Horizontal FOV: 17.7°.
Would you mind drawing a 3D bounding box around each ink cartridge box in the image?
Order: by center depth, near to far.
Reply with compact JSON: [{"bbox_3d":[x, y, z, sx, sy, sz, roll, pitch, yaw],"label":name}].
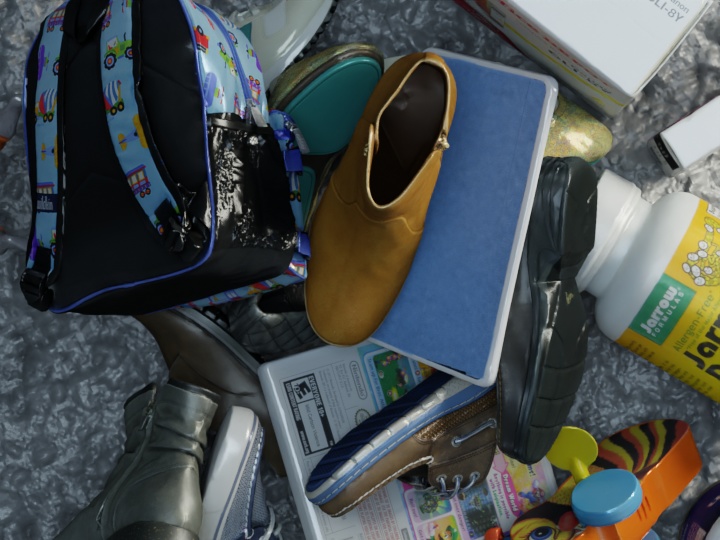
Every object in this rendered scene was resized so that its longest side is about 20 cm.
[{"bbox_3d":[0.138,-0.178,1.503,0.145,0.200,0.083,38,91,2],"label":"ink cartridge box"},{"bbox_3d":[0.287,-0.129,1.552,0.200,0.095,0.037,-31,88,1],"label":"ink cartridge box"}]

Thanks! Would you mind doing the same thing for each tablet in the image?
[{"bbox_3d":[0.062,-0.036,1.484,0.014,0.130,0.200,6,100,-41],"label":"tablet"}]

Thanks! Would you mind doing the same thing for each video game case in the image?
[{"bbox_3d":[0.041,0.135,1.559,0.182,0.024,0.200,-16,89,-23],"label":"video game case"}]

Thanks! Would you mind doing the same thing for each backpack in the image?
[{"bbox_3d":[-0.128,-0.081,1.463,0.183,0.135,0.200,-18,75,41],"label":"backpack"}]

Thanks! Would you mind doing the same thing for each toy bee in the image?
[{"bbox_3d":[0.141,0.165,1.534,0.109,0.200,0.131,1,105,35],"label":"toy bee"}]

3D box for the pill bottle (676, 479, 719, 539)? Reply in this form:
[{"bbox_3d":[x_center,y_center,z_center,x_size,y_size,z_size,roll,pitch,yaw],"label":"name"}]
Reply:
[{"bbox_3d":[0.272,0.193,1.497,0.116,0.200,0.116,0,90,1],"label":"pill bottle"}]

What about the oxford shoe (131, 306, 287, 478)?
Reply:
[{"bbox_3d":[-0.109,0.068,1.572,0.200,0.073,0.084,39,92,1],"label":"oxford shoe"}]

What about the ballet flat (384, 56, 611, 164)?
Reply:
[{"bbox_3d":[0.070,-0.111,1.553,0.200,0.071,0.071,7,90,9],"label":"ballet flat"}]

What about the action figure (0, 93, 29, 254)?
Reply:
[{"bbox_3d":[-0.294,-0.078,1.552,0.193,0.105,0.200,-10,84,29],"label":"action figure"}]

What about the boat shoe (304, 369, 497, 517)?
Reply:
[{"bbox_3d":[0.055,0.110,1.515,0.200,0.072,0.072,-35,98,-22],"label":"boat shoe"}]

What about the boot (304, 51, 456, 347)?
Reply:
[{"bbox_3d":[0.009,-0.040,1.432,0.071,0.144,0.201,18,97,-1],"label":"boot"}]

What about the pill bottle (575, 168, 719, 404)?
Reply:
[{"bbox_3d":[0.228,0.017,1.544,0.200,0.113,0.113,31,90,1],"label":"pill bottle"}]

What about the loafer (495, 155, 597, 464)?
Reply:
[{"bbox_3d":[0.105,0.024,1.493,0.072,0.073,0.200,8,91,28],"label":"loafer"}]

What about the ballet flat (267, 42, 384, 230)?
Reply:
[{"bbox_3d":[-0.044,-0.091,1.533,0.071,0.071,0.200,28,130,1],"label":"ballet flat"}]

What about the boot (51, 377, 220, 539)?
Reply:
[{"bbox_3d":[-0.156,0.150,1.551,0.068,0.200,0.131,24,60,-30],"label":"boot"}]

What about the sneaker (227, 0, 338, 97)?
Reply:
[{"bbox_3d":[-0.099,-0.147,1.573,0.093,0.070,0.200,41,93,-5],"label":"sneaker"}]

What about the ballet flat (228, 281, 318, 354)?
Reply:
[{"bbox_3d":[0.000,0.000,1.552,0.200,0.057,0.066,-31,88,-25],"label":"ballet flat"}]

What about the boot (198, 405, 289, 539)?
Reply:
[{"bbox_3d":[-0.070,0.185,1.554,0.090,0.073,0.200,14,118,-4],"label":"boot"}]
